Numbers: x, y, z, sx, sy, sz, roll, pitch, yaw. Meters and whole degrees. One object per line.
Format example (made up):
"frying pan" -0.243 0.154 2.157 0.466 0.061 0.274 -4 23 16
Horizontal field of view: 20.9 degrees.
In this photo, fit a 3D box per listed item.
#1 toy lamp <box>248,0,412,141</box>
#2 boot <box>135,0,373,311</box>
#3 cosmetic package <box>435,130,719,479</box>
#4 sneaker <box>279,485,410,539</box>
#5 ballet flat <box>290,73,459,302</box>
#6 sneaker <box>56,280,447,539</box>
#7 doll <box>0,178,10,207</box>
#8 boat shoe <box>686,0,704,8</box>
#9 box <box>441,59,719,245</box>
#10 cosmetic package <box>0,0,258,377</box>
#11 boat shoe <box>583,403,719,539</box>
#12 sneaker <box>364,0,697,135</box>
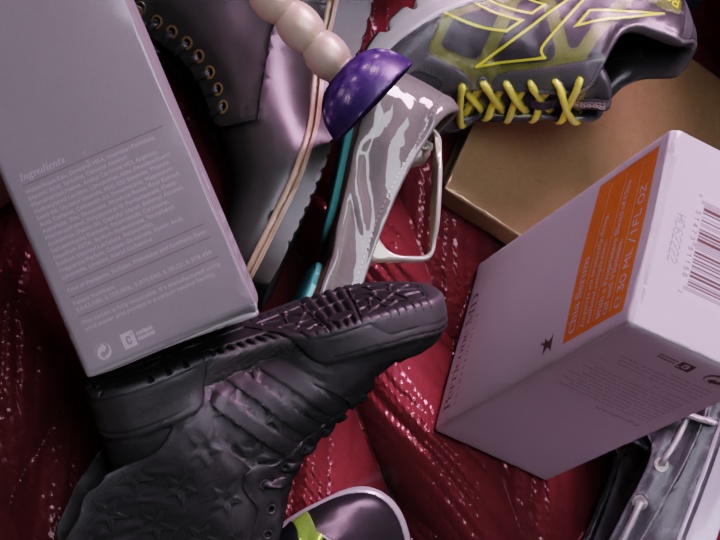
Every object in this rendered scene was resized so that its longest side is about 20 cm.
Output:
"toy lamp" -0.062 -0.149 0.901 0.200 0.058 0.058 44 61 -1
"boot" -0.079 -0.089 0.970 0.137 0.078 0.202 18 61 -7
"cosmetic package" 0.117 0.022 0.936 0.071 0.200 0.102 23 64 -15
"sneaker" -0.038 0.170 0.882 0.200 0.083 0.072 -41 92 -30
"ballet flat" 0.000 0.000 0.944 0.063 0.067 0.202 19 81 -5
"sneaker" -0.049 0.079 0.877 0.198 0.060 0.105 -16 107 -9
"doll" -0.158 -0.123 0.936 0.135 0.048 0.202 16 79 3
"boat shoe" 0.219 -0.234 1.139 0.068 0.084 0.202 29 64 -23
"box" 0.152 -0.054 1.080 0.199 0.021 0.164 32 63 -12
"cosmetic package" -0.119 -0.063 0.855 0.089 0.107 0.202 -20 97 -2
"boat shoe" 0.157 0.083 1.005 0.068 0.074 0.201 22 83 -8
"sneaker" 0.085 -0.109 1.007 0.199 0.075 0.085 -28 60 -9
